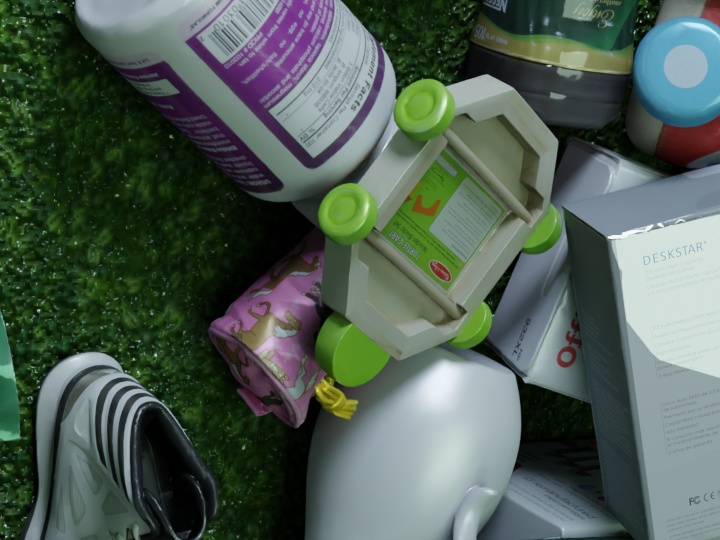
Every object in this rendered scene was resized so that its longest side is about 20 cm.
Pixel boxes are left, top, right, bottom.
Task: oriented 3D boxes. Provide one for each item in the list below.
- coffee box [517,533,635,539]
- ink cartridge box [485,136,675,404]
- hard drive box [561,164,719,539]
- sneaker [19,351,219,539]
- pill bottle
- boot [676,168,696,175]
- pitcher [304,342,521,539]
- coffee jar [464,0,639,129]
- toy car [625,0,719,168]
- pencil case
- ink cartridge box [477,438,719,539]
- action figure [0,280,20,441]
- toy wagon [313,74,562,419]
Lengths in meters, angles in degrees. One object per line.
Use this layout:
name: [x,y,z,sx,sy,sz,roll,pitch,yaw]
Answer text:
coffee box: [0.130,0.257,1.166,0.123,0.044,0.200,4,105,-34]
ink cartridge box: [0.200,0.021,1.220,0.200,0.084,0.145,19,99,-20]
hard drive box: [0.215,0.045,1.143,0.156,0.077,0.200,-13,110,-11]
sneaker: [-0.134,0.155,1.084,0.076,0.115,0.201,-11,112,-32]
pill bottle: [-0.051,-0.108,1.057,0.112,0.112,0.200,-52,128,-9]
boot: [0.190,-0.031,1.282,0.200,0.074,0.076,-42,118,-13]
pitcher: [0.034,0.146,1.164,0.121,0.171,0.200,19,95,-44]
coffee jar: [0.123,-0.187,1.157,0.085,0.104,0.200,4,102,-26]
toy car: [0.275,-0.129,1.177,0.184,0.200,0.177,25,84,-81]
pencil case: [0.000,0.000,1.147,0.200,0.083,0.087,-44,125,-16]
ink cartridge box: [0.151,0.200,1.281,0.200,0.145,0.145,0,105,-36]
action figure: [-0.226,-0.001,1.009,0.118,0.055,0.200,-3,103,-31]
toy wagon: [0.031,-0.011,1.077,0.200,0.040,0.155,-53,141,-3]
